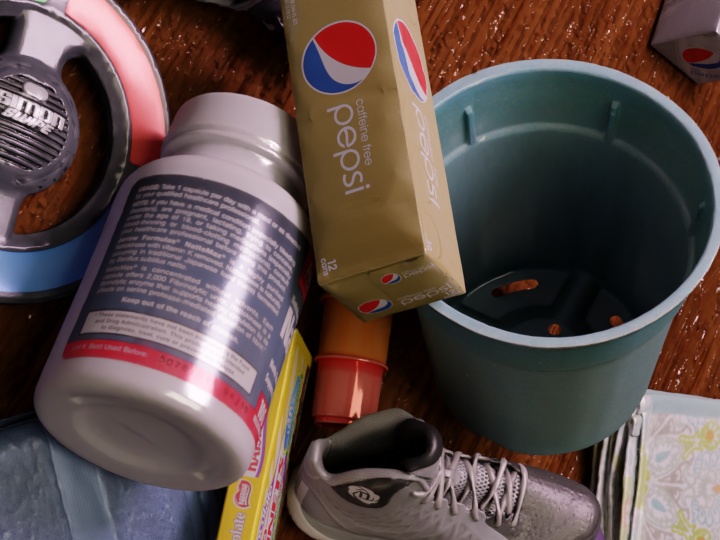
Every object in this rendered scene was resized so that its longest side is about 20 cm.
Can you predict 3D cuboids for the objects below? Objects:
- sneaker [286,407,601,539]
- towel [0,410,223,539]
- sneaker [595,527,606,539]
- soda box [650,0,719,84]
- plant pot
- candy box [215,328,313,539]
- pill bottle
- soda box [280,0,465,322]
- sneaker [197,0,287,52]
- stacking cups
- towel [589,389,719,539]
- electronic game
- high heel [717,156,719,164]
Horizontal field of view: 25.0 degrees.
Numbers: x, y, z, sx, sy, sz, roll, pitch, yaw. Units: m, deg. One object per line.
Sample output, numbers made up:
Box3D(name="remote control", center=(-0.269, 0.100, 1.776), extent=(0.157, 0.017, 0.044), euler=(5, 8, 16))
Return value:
Box3D(name="sneaker", center=(0.058, 0.132, 0.982), extent=(0.200, 0.116, 0.075), euler=(4, 59, -5))
Box3D(name="towel", center=(-0.172, 0.132, 0.902), extent=(0.200, 0.049, 0.112), euler=(-16, 97, -37))
Box3D(name="sneaker", center=(0.084, 0.184, 1.090), extent=(0.200, 0.076, 0.088), euler=(4, 70, -41))
Box3D(name="soda box", center=(0.296, -0.249, 1.268), extent=(0.063, 0.068, 0.200), euler=(32, 69, -32))
Box3D(name="plant pot", center=(0.115, 0.009, 1.010), extent=(0.200, 0.200, 0.196), euler=(-55, 159, -26))
Box3D(name="candy box", center=(-0.062, 0.138, 0.958), extent=(0.026, 0.102, 0.200), euler=(10, 78, 8))
Box3D(name="pill bottle", center=(-0.089, 0.007, 0.887), extent=(0.120, 0.120, 0.200), euler=(37, 55, -29))
Box3D(name="soda box", center=(0.005, -0.078, 0.906), extent=(0.068, 0.064, 0.200), euler=(41, 36, -60))
Box3D(name="sneaker", center=(-0.051, -0.165, 0.995), extent=(0.200, 0.078, 0.140), euler=(-28, 103, -35))
Box3D(name="stacking cups", center=(0.000, 0.000, 1.023), extent=(0.060, 0.060, 0.200), euler=(20, 71, -35))
Box3D(name="towel", center=(0.249, 0.178, 1.219), extent=(0.200, 0.048, 0.171), euler=(8, 85, -36))
Box3D(name="electronic game", center=(-0.194, -0.081, 0.904), extent=(0.200, 0.042, 0.200), euler=(3, 85, -36))
Box3D(name="high heel", center=(0.255, -0.037, 1.223), extent=(0.200, 0.067, 0.096), euler=(-1, 78, -22))
